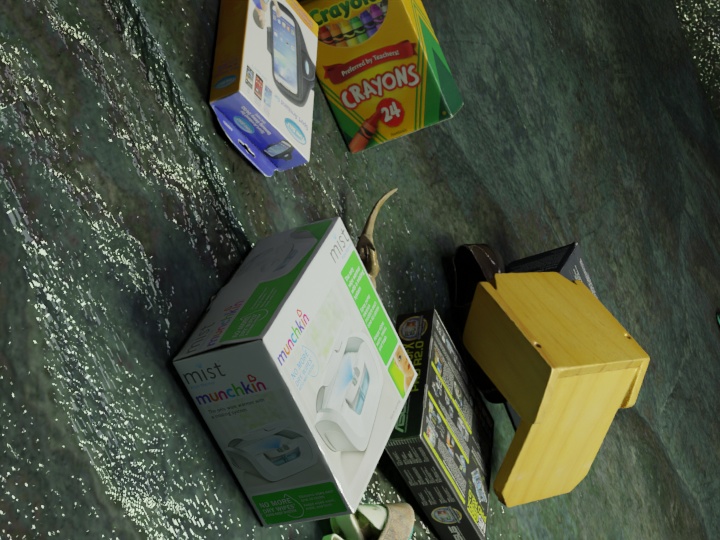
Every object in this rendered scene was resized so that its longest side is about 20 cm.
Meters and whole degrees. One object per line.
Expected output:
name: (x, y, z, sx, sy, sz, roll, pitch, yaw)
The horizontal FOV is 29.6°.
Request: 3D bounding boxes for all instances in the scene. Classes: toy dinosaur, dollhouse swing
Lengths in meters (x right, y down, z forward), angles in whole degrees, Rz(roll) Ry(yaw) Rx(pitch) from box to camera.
toy dinosaur: (0.000, 0.000, 1.371, 0.101, 0.058, 0.202, 46, 43, -67)
dollhouse swing: (0.189, 0.128, 1.505, 0.199, 0.176, 0.182, -2, 45, -48)

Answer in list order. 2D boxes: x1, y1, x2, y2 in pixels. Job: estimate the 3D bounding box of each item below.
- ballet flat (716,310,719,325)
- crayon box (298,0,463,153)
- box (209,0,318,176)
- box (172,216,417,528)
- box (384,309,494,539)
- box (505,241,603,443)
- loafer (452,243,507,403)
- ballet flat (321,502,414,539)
ballet flat: (0.779, 0.154, 2.729, 0.201, 0.071, 0.069, 62, 30, -22)
crayon box: (0.010, -0.237, 1.427, 0.201, 0.126, 0.051, 65, 28, -14)
box: (-0.090, -0.191, 1.304, 0.119, 0.041, 0.202, 43, 38, -45)
box: (-0.051, 0.084, 1.165, 0.178, 0.096, 0.200, 65, 29, -21)
box: (0.083, 0.164, 1.400, 0.201, 0.044, 0.161, 60, 29, -42)
box: (0.241, 0.098, 1.699, 0.202, 0.103, 0.182, 67, 27, -12)
loafer: (0.136, 0.057, 1.572, 0.071, 0.073, 0.202, 24, 46, -49)
ballet flat: (-0.005, 0.247, 1.195, 0.068, 0.068, 0.200, 57, 29, -14)
